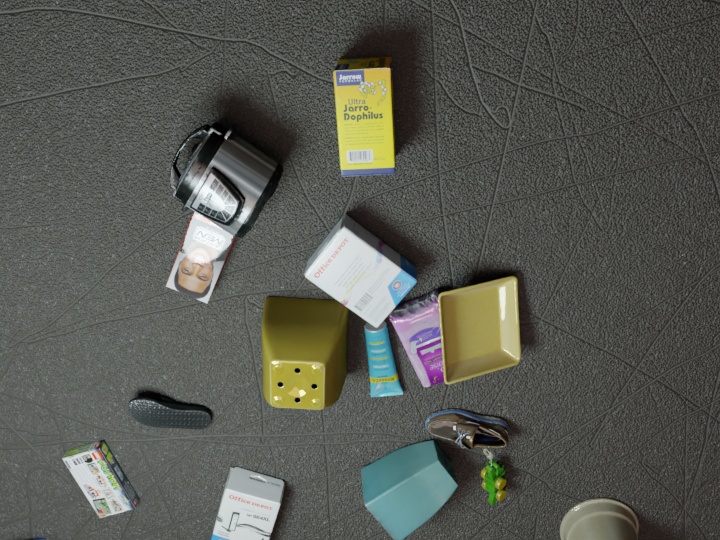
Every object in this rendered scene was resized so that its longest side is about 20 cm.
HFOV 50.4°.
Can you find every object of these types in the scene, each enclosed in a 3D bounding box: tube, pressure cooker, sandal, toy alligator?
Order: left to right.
[{"bbox_3d":[-0.457,0.339,1.833,0.198,0.048,0.076,14,115,-18],"label":"sandal"},{"bbox_3d":[-0.273,-0.181,1.504,0.199,0.178,0.177,33,73,-12],"label":"pressure cooker"},{"bbox_3d":[0.047,0.206,1.744,0.076,0.051,0.202,-3,121,12],"label":"tube"},{"bbox_3d":[0.329,0.489,1.850,0.054,0.059,0.202,-31,129,-28],"label":"toy alligator"}]

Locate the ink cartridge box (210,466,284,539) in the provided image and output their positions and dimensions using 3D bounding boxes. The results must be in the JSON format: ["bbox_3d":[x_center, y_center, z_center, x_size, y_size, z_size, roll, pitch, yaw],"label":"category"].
[{"bbox_3d":[-0.286,0.612,1.927,0.144,0.085,0.202,16,116,-4],"label":"ink cartridge box"}]

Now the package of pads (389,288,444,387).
[{"bbox_3d":[0.153,0.152,1.692,0.119,0.076,0.202,-21,113,13],"label":"package of pads"}]

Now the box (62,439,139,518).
[{"bbox_3d":[-0.653,0.529,1.933,0.109,0.035,0.202,-16,113,10],"label":"box"}]

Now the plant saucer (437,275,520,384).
[{"bbox_3d":[0.247,0.122,1.643,0.197,0.048,0.203,-12,104,-23],"label":"plant saucer"}]

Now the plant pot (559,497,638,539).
[{"bbox_3d":[0.603,0.696,1.868,0.197,0.184,0.203,1,115,2],"label":"plant pot"}]

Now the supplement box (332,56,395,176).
[{"bbox_3d":[0.011,-0.295,1.469,0.108,0.109,0.203,-2,116,4],"label":"supplement box"}]

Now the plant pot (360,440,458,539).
[{"bbox_3d":[0.124,0.511,1.832,0.199,0.142,0.142,-35,110,10],"label":"plant pot"}]

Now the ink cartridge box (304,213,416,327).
[{"bbox_3d":[0.000,0.000,1.623,0.199,0.085,0.145,35,112,-15],"label":"ink cartridge box"}]

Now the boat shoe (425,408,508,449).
[{"bbox_3d":[0.251,0.376,1.794,0.197,0.073,0.073,2,116,2],"label":"boat shoe"}]

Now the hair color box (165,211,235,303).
[{"bbox_3d":[-0.332,-0.041,1.633,0.100,0.061,0.202,22,115,-9],"label":"hair color box"}]

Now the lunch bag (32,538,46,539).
[{"bbox_3d":[-0.879,0.824,2.034,0.134,0.133,0.203,-5,115,-12],"label":"lunch bag"}]

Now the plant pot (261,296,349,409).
[{"bbox_3d":[-0.126,0.196,1.659,0.191,0.201,0.198,3,117,1],"label":"plant pot"}]
